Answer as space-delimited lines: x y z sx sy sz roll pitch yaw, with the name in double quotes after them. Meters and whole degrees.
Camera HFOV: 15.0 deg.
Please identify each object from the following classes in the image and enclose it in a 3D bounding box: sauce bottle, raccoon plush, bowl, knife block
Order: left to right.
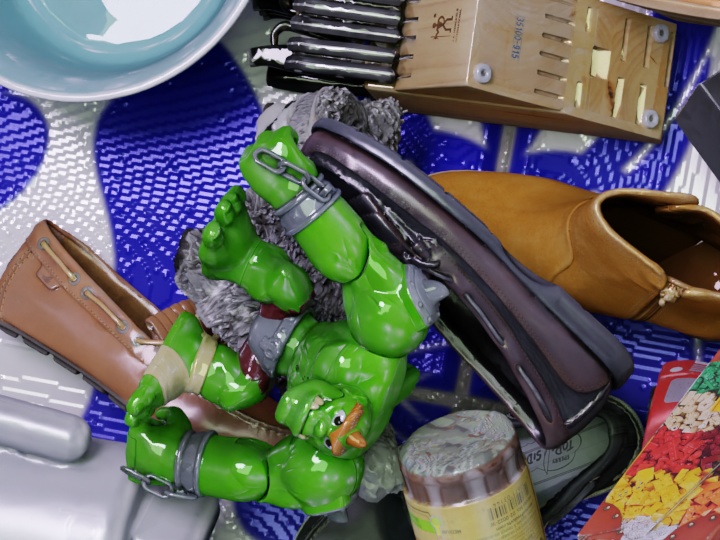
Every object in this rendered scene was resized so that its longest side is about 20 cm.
-0.135 -0.180 1.458 0.200 0.105 0.202 -1 83 8 "bowl"
0.000 0.000 1.409 0.134 0.097 0.200 -44 82 19 "raccoon plush"
0.043 -0.116 1.456 0.199 0.175 0.064 12 85 -36 "knife block"
0.070 0.170 1.371 0.064 0.065 0.201 -12 112 7 "sauce bottle"

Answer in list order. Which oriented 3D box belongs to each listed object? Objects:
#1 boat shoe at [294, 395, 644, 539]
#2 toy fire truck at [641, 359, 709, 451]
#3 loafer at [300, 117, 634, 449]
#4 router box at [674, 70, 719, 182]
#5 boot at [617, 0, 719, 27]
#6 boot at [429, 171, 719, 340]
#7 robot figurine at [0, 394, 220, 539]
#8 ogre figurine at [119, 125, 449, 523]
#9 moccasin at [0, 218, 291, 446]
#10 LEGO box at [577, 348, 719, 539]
0.052 0.117 1.417 0.199 0.066 0.075 -18 83 6 "boat shoe"
0.146 0.157 1.354 0.049 0.141 0.201 12 109 8 "toy fire truck"
0.042 0.007 1.340 0.200 0.072 0.063 39 78 -4 "loafer"
0.281 -0.044 1.382 0.157 0.052 0.200 -31 78 -18 "router box"
0.156 -0.205 1.398 0.201 0.071 0.145 23 99 45 "boot"
0.112 -0.020 1.375 0.200 0.144 0.071 18 79 8 "boot"
-0.175 0.138 1.424 0.199 0.113 0.170 8 119 10 "robot figurine"
-0.034 0.039 1.325 0.120 0.098 0.201 26 97 6 "ogre figurine"
-0.099 0.040 1.450 0.201 0.074 0.078 32 98 20 "moccasin"
0.210 0.152 1.304 0.149 0.077 0.200 -47 119 -32 "LEGO box"
